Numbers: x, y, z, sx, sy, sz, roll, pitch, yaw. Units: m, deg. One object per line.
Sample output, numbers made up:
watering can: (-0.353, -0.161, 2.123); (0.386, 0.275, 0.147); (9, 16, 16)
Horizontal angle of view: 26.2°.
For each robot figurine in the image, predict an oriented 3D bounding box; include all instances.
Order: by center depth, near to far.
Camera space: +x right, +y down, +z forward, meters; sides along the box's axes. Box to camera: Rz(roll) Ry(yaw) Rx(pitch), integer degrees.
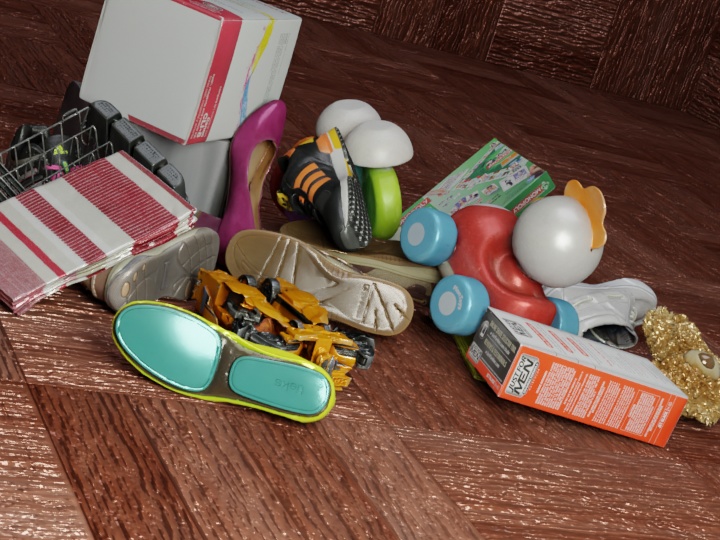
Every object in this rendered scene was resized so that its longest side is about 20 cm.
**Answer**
robot figurine: (-0.074, 0.056, 1.442); (0.144, 0.059, 0.200); (7, 18, -32)

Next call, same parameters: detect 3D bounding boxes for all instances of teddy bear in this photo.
teddy bear: (0.366, 0.101, 1.695); (0.200, 0.067, 0.146); (8, 55, -66)

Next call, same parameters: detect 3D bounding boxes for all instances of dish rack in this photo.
dish rack: (-0.284, -0.079, 1.527); (0.200, 0.055, 0.153); (-34, 65, -30)

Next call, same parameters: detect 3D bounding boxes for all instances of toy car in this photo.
toy car: (0.182, -0.030, 1.624); (0.184, 0.200, 0.177); (14, 42, -43)
toy car: (-0.027, -0.096, 1.822); (0.149, 0.176, 0.200); (-10, 26, -21)

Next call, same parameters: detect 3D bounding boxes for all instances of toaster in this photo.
toaster: (-0.247, -0.126, 1.755); (0.180, 0.119, 0.200); (9, 18, -26)

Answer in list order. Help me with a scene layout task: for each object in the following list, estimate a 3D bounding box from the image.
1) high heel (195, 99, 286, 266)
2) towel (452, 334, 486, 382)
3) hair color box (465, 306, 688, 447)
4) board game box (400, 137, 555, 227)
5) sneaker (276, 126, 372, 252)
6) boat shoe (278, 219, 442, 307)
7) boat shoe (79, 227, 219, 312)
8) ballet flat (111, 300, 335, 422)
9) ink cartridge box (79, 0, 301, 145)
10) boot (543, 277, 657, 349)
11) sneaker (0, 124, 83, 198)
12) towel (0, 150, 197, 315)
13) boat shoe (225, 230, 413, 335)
high heel: (-0.106, -0.092, 1.693); (0.096, 0.201, 0.067); (20, -13, 27)
towel: (0.144, 0.082, 1.666); (0.086, 0.018, 0.200); (14, 17, -11)
hair color box: (0.216, 0.106, 1.549); (0.199, 0.062, 0.102); (19, 14, -21)
board game box: (0.122, -0.069, 1.863); (0.029, 0.200, 0.135); (53, -5, -31)
sneaker: (-0.045, -0.075, 1.664); (0.090, 0.070, 0.201); (-20, 36, 7)
boat shoe: (0.000, 0.000, 1.685); (0.199, 0.072, 0.072); (11, 26, -21)
boat shoe: (-0.204, -0.011, 1.501); (0.071, 0.076, 0.200); (21, 14, 20)
ballet flat: (-0.117, 0.082, 1.322); (0.199, 0.067, 0.067); (20, -6, -2)
ink cartridge box: (-0.182, -0.234, 1.700); (0.145, 0.145, 0.200); (24, 17, 19)
boot: (0.299, 0.062, 1.837); (0.199, 0.074, 0.096); (1, 35, -38)
sneaker: (-0.314, -0.092, 1.603); (0.073, 0.088, 0.200); (-4, 29, -39)
towel: (-0.269, -0.040, 1.435); (0.199, 0.023, 0.144); (-28, 45, -28)
boat shoe: (-0.042, 0.014, 1.593); (0.199, 0.073, 0.072); (18, 0, -1)
